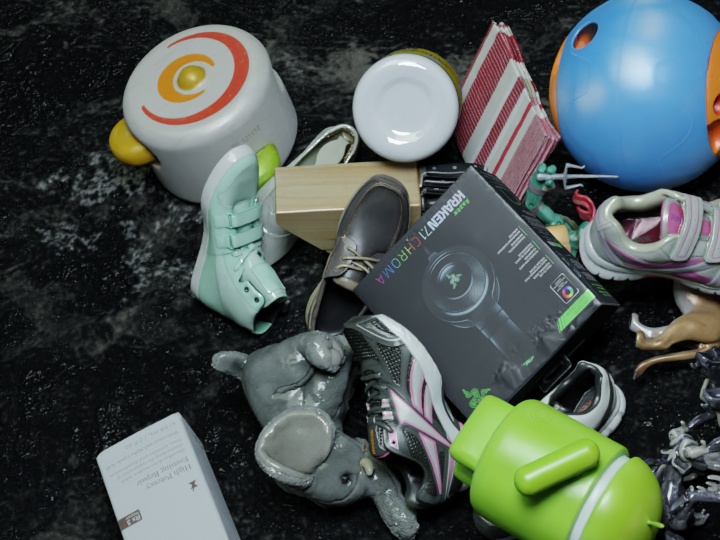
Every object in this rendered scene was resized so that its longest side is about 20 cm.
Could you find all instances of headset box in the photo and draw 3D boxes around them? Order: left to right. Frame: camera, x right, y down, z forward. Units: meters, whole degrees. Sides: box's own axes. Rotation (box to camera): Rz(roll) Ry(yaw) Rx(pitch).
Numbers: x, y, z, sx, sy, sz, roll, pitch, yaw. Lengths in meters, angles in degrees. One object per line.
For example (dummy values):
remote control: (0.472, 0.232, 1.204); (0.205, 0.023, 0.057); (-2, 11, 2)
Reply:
headset box: (0.126, 0.033, 1.523); (0.174, 0.093, 0.200); (-45, 74, 13)

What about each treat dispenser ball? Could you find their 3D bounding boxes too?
treat dispenser ball: (0.293, -0.182, 1.611); (0.199, 0.201, 0.202); (-9, 54, 13)

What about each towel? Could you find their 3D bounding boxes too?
towel: (0.150, -0.153, 1.694); (0.023, 0.145, 0.201); (7, 43, -23)

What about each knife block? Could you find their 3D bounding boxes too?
knife block: (0.031, -0.078, 1.656); (0.175, 0.199, 0.064); (-34, 44, 32)

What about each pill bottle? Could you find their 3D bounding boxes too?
pill bottle: (0.054, -0.182, 1.701); (0.111, 0.113, 0.200); (-17, 9, 8)

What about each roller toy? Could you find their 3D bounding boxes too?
roller toy: (-0.177, -0.185, 1.820); (0.198, 0.140, 0.184); (4, 57, 23)

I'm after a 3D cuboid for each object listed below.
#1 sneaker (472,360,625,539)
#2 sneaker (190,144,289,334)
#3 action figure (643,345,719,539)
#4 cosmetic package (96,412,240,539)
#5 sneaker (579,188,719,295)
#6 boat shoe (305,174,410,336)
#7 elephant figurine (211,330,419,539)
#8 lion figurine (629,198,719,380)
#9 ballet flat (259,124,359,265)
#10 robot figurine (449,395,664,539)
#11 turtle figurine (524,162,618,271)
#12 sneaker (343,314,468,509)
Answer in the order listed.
sneaker: (0.171, 0.166, 1.491); (0.073, 0.080, 0.200); (31, 72, 31)
sneaker: (-0.112, -0.029, 1.674); (0.118, 0.202, 0.073); (33, 38, 29)
action figure: (0.309, 0.177, 1.409); (0.101, 0.201, 0.119); (10, 23, -16)
cosmetic package: (-0.181, 0.252, 1.559); (0.101, 0.074, 0.201); (-29, 51, -1)
sneaker: (0.307, -0.030, 1.483); (0.198, 0.088, 0.082); (0, 68, 6)
boat shoe: (0.000, 0.000, 1.608); (0.074, 0.201, 0.073); (18, 25, -6)
elephant figurine: (-0.044, 0.170, 1.542); (0.154, 0.141, 0.202); (-22, 63, 41)
lion figurine: (0.331, 0.020, 1.550); (0.121, 0.073, 0.202); (9, 73, 2)
ballet flat: (-0.068, -0.091, 1.754); (0.069, 0.070, 0.200); (25, 66, 32)
robot figurine: (0.176, 0.191, 1.382); (0.199, 0.176, 0.116); (29, 65, 23)
turtle figurine: (0.178, -0.021, 1.604); (0.198, 0.101, 0.151); (-15, 76, 11)
sneaker: (0.038, 0.135, 1.484); (0.086, 0.080, 0.201); (-34, 91, -27)
